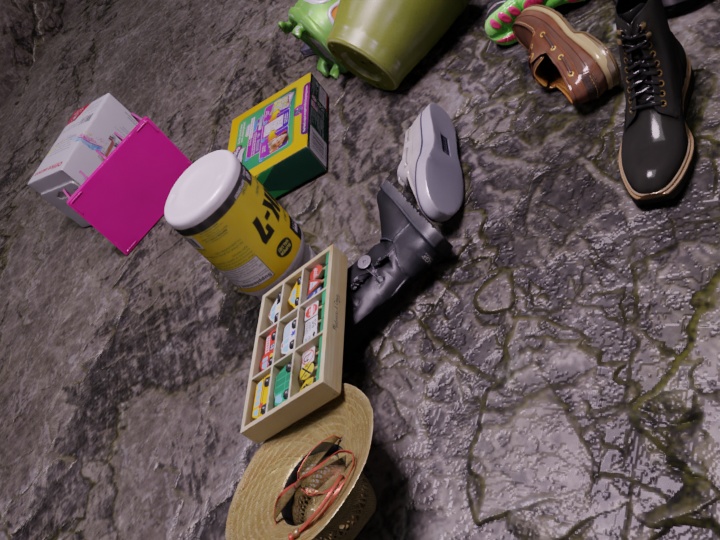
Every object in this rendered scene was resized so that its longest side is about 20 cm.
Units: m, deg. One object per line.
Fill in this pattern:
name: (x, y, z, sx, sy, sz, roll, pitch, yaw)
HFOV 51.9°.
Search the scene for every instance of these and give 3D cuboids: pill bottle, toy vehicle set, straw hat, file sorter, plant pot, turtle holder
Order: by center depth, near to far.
straw hat: (-0.032, 0.211, 0.692, 0.200, 0.085, 0.202, -40, 22, 19)
toy vehicle set: (-0.069, 0.075, 0.805, 0.123, 0.026, 0.203, -35, 33, 28)
pill bottle: (-0.141, -0.043, 0.931, 0.112, 0.200, 0.116, -23, 42, 23)
plant pot: (0.047, -0.388, 1.108, 0.199, 0.199, 0.196, 28, 86, 50)
turtle holder: (-0.047, -0.412, 1.245, 0.132, 0.141, 0.186, -48, 7, 3)
file sorter: (-0.422, -0.164, 1.344, 0.201, 0.139, 0.125, -49, 36, -8)

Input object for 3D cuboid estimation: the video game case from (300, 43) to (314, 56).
video game case: (-0.010, -0.463, 1.348, 0.197, 0.019, 0.145, 1, 56, 41)

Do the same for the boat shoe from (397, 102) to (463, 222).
boat shoe: (0.080, -0.126, 0.926, 0.069, 0.070, 0.203, -36, 36, 34)

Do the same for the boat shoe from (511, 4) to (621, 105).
boat shoe: (0.235, -0.265, 0.907, 0.067, 0.072, 0.201, -36, 41, 5)

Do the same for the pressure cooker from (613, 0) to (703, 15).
pressure cooker: (0.346, -0.427, 0.853, 0.179, 0.200, 0.175, -46, 40, -5)

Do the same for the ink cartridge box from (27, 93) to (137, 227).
ink cartridge box: (-0.527, -0.214, 1.469, 0.143, 0.145, 0.203, -8, 49, 40)

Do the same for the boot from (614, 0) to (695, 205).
boot: (0.280, -0.182, 0.737, 0.076, 0.139, 0.204, -10, 50, 33)

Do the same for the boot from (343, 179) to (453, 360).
boot: (0.000, 0.000, 0.887, 0.200, 0.065, 0.165, -47, 30, 8)

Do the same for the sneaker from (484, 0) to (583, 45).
sneaker: (0.253, -0.391, 1.003, 0.197, 0.077, 0.085, -25, 45, 20)

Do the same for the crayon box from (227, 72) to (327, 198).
crayon box: (-0.136, -0.203, 1.189, 0.170, 0.058, 0.203, -26, 41, 23)
